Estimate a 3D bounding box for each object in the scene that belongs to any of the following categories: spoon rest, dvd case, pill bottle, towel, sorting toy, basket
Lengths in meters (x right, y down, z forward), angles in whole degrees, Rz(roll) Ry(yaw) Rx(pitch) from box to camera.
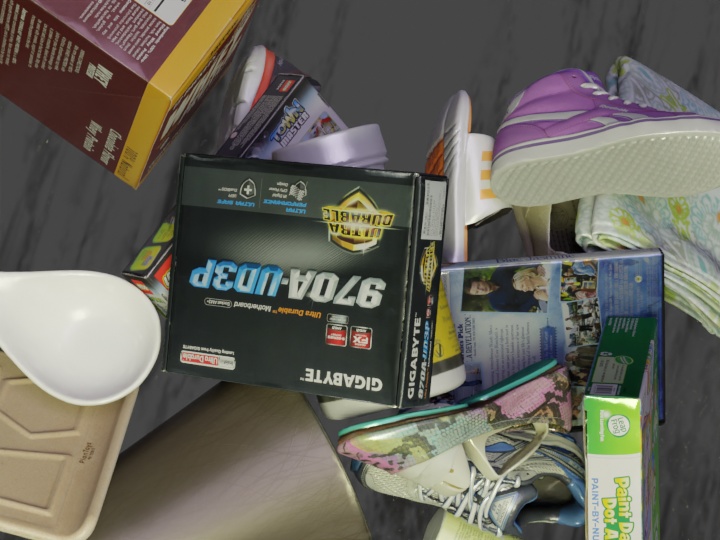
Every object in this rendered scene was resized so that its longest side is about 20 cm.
[{"bbox_3d":[-0.241,0.035,1.551,0.200,0.061,0.099,16,72,11],"label":"spoon rest"},{"bbox_3d":[0.133,0.058,1.642,0.200,0.018,0.143,-4,109,-3],"label":"dvd case"},{"bbox_3d":[0.000,0.000,1.562,0.111,0.111,0.200,-16,90,-18],"label":"pill bottle"},{"bbox_3d":[0.258,-0.059,1.714,0.171,0.048,0.200,32,50,-20],"label":"towel"},{"bbox_3d":[-0.270,0.118,1.518,0.200,0.036,0.185,12,33,-1],"label":"sorting toy"},{"bbox_3d":[-0.118,0.178,1.543,0.200,0.136,0.180,-25,83,-16],"label":"basket"}]

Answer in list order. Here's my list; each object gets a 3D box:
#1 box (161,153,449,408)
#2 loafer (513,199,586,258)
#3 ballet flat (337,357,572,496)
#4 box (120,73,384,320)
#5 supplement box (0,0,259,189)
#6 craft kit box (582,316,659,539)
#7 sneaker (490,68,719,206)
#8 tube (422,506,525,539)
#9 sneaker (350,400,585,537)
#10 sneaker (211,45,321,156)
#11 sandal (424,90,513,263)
[{"bbox_3d":[-0.040,0.004,1.488,0.200,0.046,0.159,7,93,31],"label":"box"},{"bbox_3d":[0.174,0.004,1.701,0.076,0.068,0.200,-17,78,-18],"label":"loafer"},{"bbox_3d":[0.077,0.120,1.541,0.200,0.069,0.071,-16,87,-33],"label":"ballet flat"},{"bbox_3d":[-0.077,-0.037,1.601,0.200,0.035,0.110,-53,123,-19],"label":"box"},{"bbox_3d":[-0.198,-0.196,1.598,0.200,0.197,0.133,35,68,-1],"label":"supplement box"},{"bbox_3d":[0.190,0.154,1.555,0.049,0.200,0.198,3,106,11],"label":"craft kit box"},{"bbox_3d":[0.200,-0.116,1.640,0.200,0.073,0.114,-2,48,18],"label":"sneaker"},{"bbox_3d":[0.142,0.241,1.630,0.200,0.052,0.058,24,74,-7],"label":"tube"},{"bbox_3d":[0.091,0.153,1.596,0.200,0.077,0.085,5,32,-25],"label":"sneaker"},{"bbox_3d":[-0.073,-0.077,1.662,0.082,0.077,0.200,19,70,-15],"label":"sneaker"},{"bbox_3d":[0.087,-0.036,1.693,0.059,0.079,0.207,3,81,-15],"label":"sandal"}]
